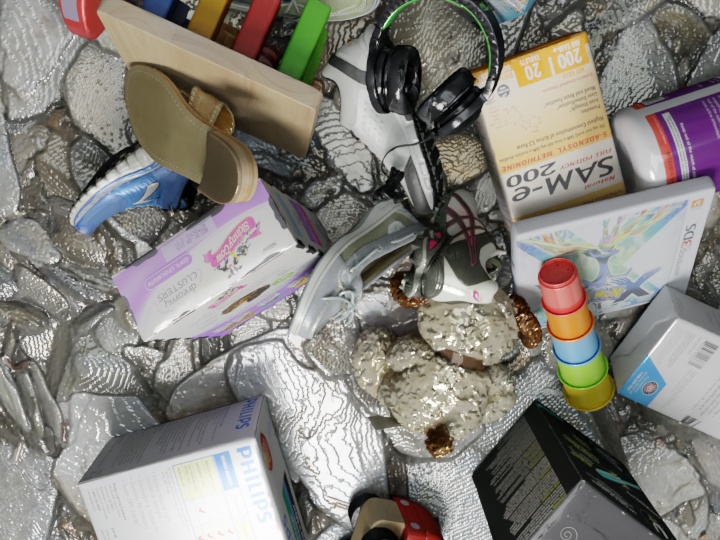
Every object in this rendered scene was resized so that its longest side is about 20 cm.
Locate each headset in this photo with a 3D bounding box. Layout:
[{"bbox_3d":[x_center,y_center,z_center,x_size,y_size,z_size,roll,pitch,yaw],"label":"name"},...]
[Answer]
[{"bbox_3d":[0.054,-0.160,0.725,0.122,0.094,0.202,25,128,9],"label":"headset"}]

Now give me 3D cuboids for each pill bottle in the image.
[{"bbox_3d":[0.364,-0.139,0.802,0.197,0.113,0.114,-17,103,4],"label":"pill bottle"}]

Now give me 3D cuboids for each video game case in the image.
[{"bbox_3d":[0.257,-0.009,0.822,0.197,0.022,0.183,-13,143,3],"label":"video game case"}]

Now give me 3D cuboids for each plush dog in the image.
[{"bbox_3d":[0.097,0.086,0.824,0.197,0.161,0.174,16,106,-3],"label":"plush dog"}]

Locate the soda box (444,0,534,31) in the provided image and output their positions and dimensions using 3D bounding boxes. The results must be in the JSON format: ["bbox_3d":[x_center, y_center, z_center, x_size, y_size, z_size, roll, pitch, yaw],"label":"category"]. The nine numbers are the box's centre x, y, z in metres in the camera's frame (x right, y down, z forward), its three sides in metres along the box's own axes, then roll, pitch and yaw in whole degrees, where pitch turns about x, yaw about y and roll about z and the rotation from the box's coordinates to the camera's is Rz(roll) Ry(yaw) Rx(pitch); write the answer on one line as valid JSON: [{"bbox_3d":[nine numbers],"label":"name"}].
[{"bbox_3d":[0.123,-0.274,0.722,0.068,0.200,0.064,34,100,-9],"label":"soda box"}]

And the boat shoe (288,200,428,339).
[{"bbox_3d":[0.000,0.000,0.798,0.064,0.202,0.075,35,140,10],"label":"boat shoe"}]

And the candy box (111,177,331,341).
[{"bbox_3d":[-0.122,-0.002,0.778,0.166,0.200,0.072,-32,82,6],"label":"candy box"}]

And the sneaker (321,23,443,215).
[{"bbox_3d":[0.027,-0.150,0.826,0.079,0.074,0.202,-21,99,19],"label":"sneaker"}]

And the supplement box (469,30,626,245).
[{"bbox_3d":[0.195,-0.131,0.822,0.124,0.074,0.203,-19,103,4],"label":"supplement box"}]

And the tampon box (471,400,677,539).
[{"bbox_3d":[0.228,0.265,0.850,0.149,0.200,0.127,36,100,-8],"label":"tampon box"}]

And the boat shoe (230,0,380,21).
[{"bbox_3d":[-0.077,-0.279,0.780,0.197,0.063,0.073,7,136,4],"label":"boat shoe"}]

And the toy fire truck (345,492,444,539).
[{"bbox_3d":[0.072,0.380,0.924,0.197,0.129,0.179,15,102,-16],"label":"toy fire truck"}]

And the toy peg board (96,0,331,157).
[{"bbox_3d":[-0.121,-0.211,0.748,0.197,0.200,0.099,24,83,-5],"label":"toy peg board"}]

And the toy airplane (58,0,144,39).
[{"bbox_3d":[-0.229,-0.345,0.728,0.198,0.141,0.202,-24,78,23],"label":"toy airplane"}]

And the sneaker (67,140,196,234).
[{"bbox_3d":[-0.222,-0.086,0.821,0.198,0.079,0.089,-29,117,20],"label":"sneaker"}]

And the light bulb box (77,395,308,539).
[{"bbox_3d":[-0.178,0.275,0.885,0.197,0.125,0.201,-15,102,2],"label":"light bulb box"}]

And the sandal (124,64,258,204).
[{"bbox_3d":[-0.141,-0.124,0.721,0.069,0.211,0.079,-8,127,-42],"label":"sandal"}]

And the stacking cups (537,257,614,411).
[{"bbox_3d":[0.224,0.072,0.831,0.060,0.061,0.201,-26,132,5],"label":"stacking cups"}]

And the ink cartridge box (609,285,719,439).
[{"bbox_3d":[0.397,0.115,0.871,0.198,0.067,0.117,24,120,-7],"label":"ink cartridge box"}]

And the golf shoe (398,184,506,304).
[{"bbox_3d":[0.102,-0.020,0.783,0.087,0.200,0.078,17,121,9],"label":"golf shoe"}]
